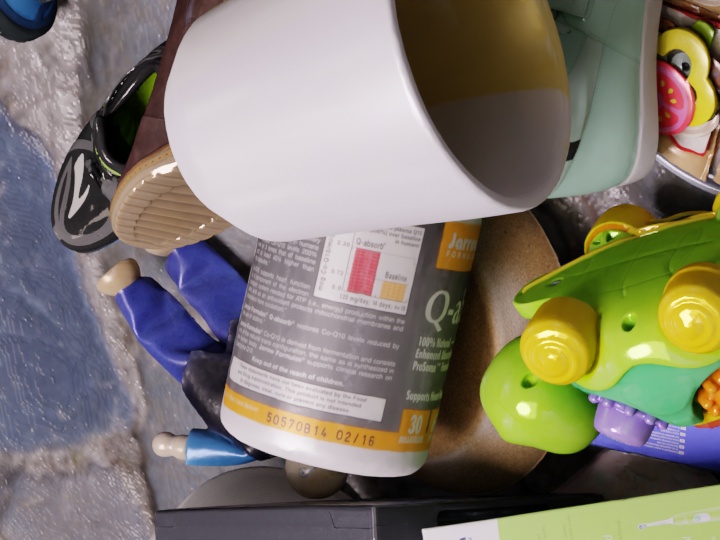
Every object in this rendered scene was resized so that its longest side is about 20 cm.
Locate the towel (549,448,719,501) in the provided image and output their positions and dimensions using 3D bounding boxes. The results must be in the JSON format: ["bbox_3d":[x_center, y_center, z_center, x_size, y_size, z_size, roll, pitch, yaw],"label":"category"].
[{"bbox_3d":[0.182,0.206,1.158,0.200,0.032,0.191,46,132,3],"label":"towel"}]

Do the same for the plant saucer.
[{"bbox_3d":[0.037,0.034,1.113,0.200,0.035,0.201,12,107,45],"label":"plant saucer"}]

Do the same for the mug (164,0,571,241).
[{"bbox_3d":[0.003,-0.088,0.896,0.153,0.187,0.150,-16,102,33],"label":"mug"}]

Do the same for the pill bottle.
[{"bbox_3d":[0.000,0.000,1.026,0.116,0.116,0.201,16,96,27],"label":"pill bottle"}]

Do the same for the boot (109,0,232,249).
[{"bbox_3d":[-0.081,-0.122,1.071,0.072,0.167,0.200,15,139,-28],"label":"boot"}]

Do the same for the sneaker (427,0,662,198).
[{"bbox_3d":[0.086,-0.127,0.951,0.074,0.118,0.201,18,120,55],"label":"sneaker"}]

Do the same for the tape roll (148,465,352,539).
[{"bbox_3d":[-0.045,0.219,1.209,0.203,0.203,0.037,47,132,3],"label":"tape roll"}]

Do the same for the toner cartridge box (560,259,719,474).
[{"bbox_3d":[0.190,0.057,1.046,0.200,0.043,0.095,11,108,30],"label":"toner cartridge box"}]

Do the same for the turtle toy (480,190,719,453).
[{"bbox_3d":[0.144,0.034,0.975,0.200,0.146,0.101,-17,109,33],"label":"turtle toy"}]

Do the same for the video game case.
[{"bbox_3d":[0.009,0.146,1.133,0.200,0.180,0.026,-10,80,48],"label":"video game case"}]

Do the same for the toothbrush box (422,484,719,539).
[{"bbox_3d":[0.147,0.175,1.023,0.199,0.146,0.086,-9,70,12],"label":"toothbrush box"}]

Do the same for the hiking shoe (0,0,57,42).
[{"bbox_3d":[-0.193,-0.223,1.147,0.087,0.074,0.200,20,125,26],"label":"hiking shoe"}]

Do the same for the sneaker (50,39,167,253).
[{"bbox_3d":[-0.145,-0.079,1.189,0.071,0.083,0.200,49,131,4],"label":"sneaker"}]

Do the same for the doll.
[{"bbox_3d":[-0.080,0.066,1.209,0.200,0.136,0.048,47,174,16],"label":"doll"}]

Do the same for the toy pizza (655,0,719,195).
[{"bbox_3d":[0.195,-0.120,0.963,0.200,0.032,0.201,17,123,27],"label":"toy pizza"}]
